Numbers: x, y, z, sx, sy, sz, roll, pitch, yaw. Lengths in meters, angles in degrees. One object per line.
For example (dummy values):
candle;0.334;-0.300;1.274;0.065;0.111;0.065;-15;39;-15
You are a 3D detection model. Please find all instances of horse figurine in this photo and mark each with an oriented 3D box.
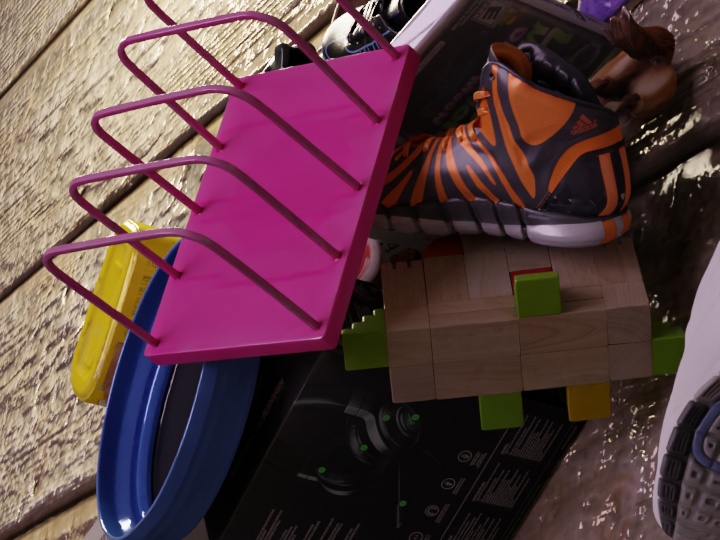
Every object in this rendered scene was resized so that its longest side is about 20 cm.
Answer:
horse figurine;0.140;-0.094;1.410;0.050;0.133;0.200;51;136;9

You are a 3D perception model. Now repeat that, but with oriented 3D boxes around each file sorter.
file sorter;-0.078;-0.066;1.311;0.139;0.125;0.200;-7;55;39

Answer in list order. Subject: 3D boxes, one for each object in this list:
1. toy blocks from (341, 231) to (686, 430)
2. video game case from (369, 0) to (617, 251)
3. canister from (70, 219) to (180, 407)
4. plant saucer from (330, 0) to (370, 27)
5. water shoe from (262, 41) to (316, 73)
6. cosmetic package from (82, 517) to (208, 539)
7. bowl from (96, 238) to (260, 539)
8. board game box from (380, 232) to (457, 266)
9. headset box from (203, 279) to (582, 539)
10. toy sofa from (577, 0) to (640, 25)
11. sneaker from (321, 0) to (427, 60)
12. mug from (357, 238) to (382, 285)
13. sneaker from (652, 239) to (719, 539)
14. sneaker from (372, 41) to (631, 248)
toy blocks;0.088;0.013;1.353;0.137;0.200;0.100;-95;-2;-59
video game case;0.055;-0.097;1.450;0.200;0.182;0.023;-48;60;20
canister;-0.103;0.054;1.721;0.087;0.200;0.149;32;106;67
plant saucer;0.059;-0.187;1.606;0.200;0.037;0.201;-28;49;36
water shoe;-0.004;-0.104;1.663;0.200;0.071;0.079;31;115;31
cosmetic package;-0.090;0.219;1.589;0.104;0.200;0.073;-51;33;41
bowl;-0.113;0.076;1.430;0.201;0.039;0.201;-164;90;-71
board game box;0.000;0.000;1.619;0.200;0.105;0.023;-45;37;37
headset box;0.008;0.107;1.439;0.174;0.200;0.093;-63;26;28
toy sofa;0.167;-0.236;1.444;0.200;0.083;0.098;-35;44;56
sneaker;0.031;-0.168;1.531;0.200;0.078;0.070;-2;65;49
mug;-0.046;0.040;1.576;0.178;0.133;0.200;-39;-25;-40
sneaker;0.204;0.051;1.221;0.087;0.074;0.200;-175;107;-78
sneaker;0.067;-0.081;1.341;0.200;0.078;0.112;5;112;27
